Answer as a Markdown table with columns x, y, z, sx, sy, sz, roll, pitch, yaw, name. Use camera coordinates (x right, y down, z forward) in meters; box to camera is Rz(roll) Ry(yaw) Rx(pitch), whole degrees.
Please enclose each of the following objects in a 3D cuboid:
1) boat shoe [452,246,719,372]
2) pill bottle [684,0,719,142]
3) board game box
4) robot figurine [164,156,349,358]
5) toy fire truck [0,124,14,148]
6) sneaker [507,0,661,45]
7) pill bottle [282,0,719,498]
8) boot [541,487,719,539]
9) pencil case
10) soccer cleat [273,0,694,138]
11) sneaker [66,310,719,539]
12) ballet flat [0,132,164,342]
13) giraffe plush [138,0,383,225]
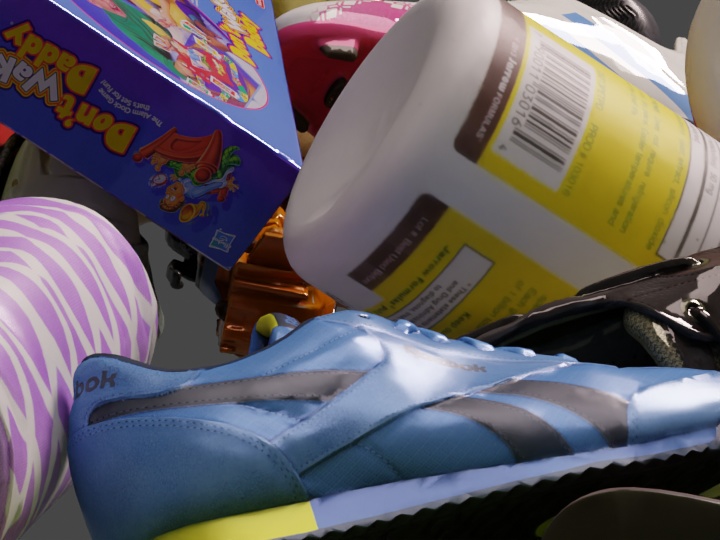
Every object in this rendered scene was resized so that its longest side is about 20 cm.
| x | y | z | sx | sy | sz | roll | pitch | yaw | name |
| --- | --- | --- | --- | --- | --- | --- | --- | --- | --- |
| 0.091 | 0.034 | 0.880 | 0.199 | 0.073 | 0.065 | -20 | 0 | 0 | boat shoe |
| 0.178 | -0.045 | 1.089 | 0.104 | 0.105 | 0.200 | 15 | -12 | 16 | pill bottle |
| -0.092 | -0.089 | 1.071 | 0.134 | 0.045 | 0.200 | 34 | 16 | -17 | board game box |
| 0.000 | 0.000 | 1.110 | 0.144 | 0.058 | 0.200 | 13 | 12 | -5 | robot figurine |
| -0.183 | -0.086 | 1.127 | 0.049 | 0.142 | 0.200 | 9 | 11 | 22 | toy fire truck |
| 0.055 | -0.078 | 1.333 | 0.200 | 0.075 | 0.087 | -17 | -13 | 31 | sneaker |
| 0.082 | 0.002 | 0.968 | 0.200 | 0.109 | 0.109 | 32 | 7 | -15 | pill bottle |
| 0.138 | 0.083 | 0.847 | 0.186 | 0.064 | 0.200 | 23 | 15 | -1 | boot |
| -0.114 | 0.033 | 0.824 | 0.085 | 0.084 | 0.200 | -17 | 6 | 12 | pencil case |
| 0.051 | -0.078 | 1.205 | 0.199 | 0.070 | 0.087 | 14 | 46 | -18 | soccer cleat |
| 0.019 | 0.037 | 0.805 | 0.199 | 0.079 | 0.066 | -8 | -23 | -20 | sneaker |
| -0.108 | -0.020 | 1.073 | 0.069 | 0.071 | 0.200 | 9 | 13 | -13 | ballet flat |
| -0.097 | -0.104 | 1.320 | 0.172 | 0.201 | 0.162 | -14 | -13 | -20 | giraffe plush |
